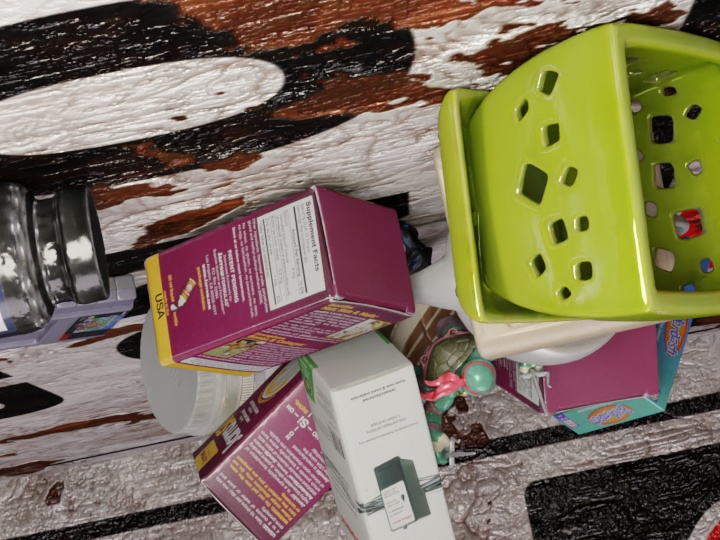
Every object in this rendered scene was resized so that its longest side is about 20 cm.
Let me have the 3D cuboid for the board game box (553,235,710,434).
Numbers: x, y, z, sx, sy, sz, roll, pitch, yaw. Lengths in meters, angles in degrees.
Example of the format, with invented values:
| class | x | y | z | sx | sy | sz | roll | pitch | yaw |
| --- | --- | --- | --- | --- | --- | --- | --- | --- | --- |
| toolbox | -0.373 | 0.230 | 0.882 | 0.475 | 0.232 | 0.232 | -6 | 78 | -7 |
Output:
| class | x | y | z | sx | sy | sz | roll | pitch | yaw |
| --- | --- | --- | --- | --- | --- | --- | --- | --- | --- |
| board game box | 0.300 | 0.073 | 1.738 | 0.045 | 0.202 | 0.152 | 33 | 152 | -18 |

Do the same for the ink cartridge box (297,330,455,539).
| class | x | y | z | sx | sy | sz | roll | pitch | yaw |
| --- | --- | --- | --- | --- | --- | --- | --- | --- | --- |
| ink cartridge box | 0.015 | 0.170 | 1.466 | 0.082 | 0.203 | 0.147 | -17 | -162 | -12 |

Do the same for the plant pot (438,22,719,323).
| class | x | y | z | sx | sy | sz | roll | pitch | yaw |
| --- | --- | --- | --- | --- | --- | --- | --- | --- | --- |
| plant pot | 0.173 | -0.056 | 1.157 | 0.180 | 0.203 | 0.198 | -12 | 173 | 39 |

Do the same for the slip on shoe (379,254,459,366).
| class | x | y | z | sx | sy | sz | roll | pitch | yaw |
| --- | --- | --- | --- | --- | --- | --- | --- | --- | --- |
| slip on shoe | 0.093 | 0.011 | 1.619 | 0.076 | 0.201 | 0.060 | 42 | 173 | -41 |

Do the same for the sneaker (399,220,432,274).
| class | x | y | z | sx | sy | sz | roll | pitch | yaw |
| --- | --- | --- | --- | --- | --- | --- | --- | --- | --- |
| sneaker | 0.000 | 0.000 | 1.550 | 0.112 | 0.073 | 0.199 | -44 | 170 | 32 |

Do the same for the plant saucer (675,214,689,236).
| class | x | y | z | sx | sy | sz | roll | pitch | yaw |
| --- | --- | --- | --- | --- | --- | --- | --- | --- | --- |
| plant saucer | 0.254 | -0.045 | 1.704 | 0.197 | 0.051 | 0.200 | -11 | 169 | -2 |

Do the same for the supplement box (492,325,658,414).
| class | x | y | z | sx | sy | sz | roll | pitch | yaw |
| --- | --- | --- | --- | --- | --- | --- | --- | --- | --- |
| supplement box | 0.208 | 0.069 | 1.636 | 0.129 | 0.105 | 0.200 | -7 | -169 | -15 |

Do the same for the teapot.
| class | x | y | z | sx | sy | sz | roll | pitch | yaw |
| --- | --- | --- | --- | --- | --- | --- | --- | --- | --- |
| teapot | 0.154 | -0.006 | 1.463 | 0.199 | 0.199 | 0.146 | 36 | 162 | -21 |

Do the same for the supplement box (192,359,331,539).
| class | x | y | z | sx | sy | sz | roll | pitch | yaw |
| --- | --- | --- | --- | --- | --- | --- | --- | --- | --- |
| supplement box | -0.064 | 0.164 | 1.593 | 0.200 | 0.103 | 0.131 | -45 | -168 | -4 |

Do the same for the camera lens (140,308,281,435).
| class | x | y | z | sx | sy | sz | roll | pitch | yaw |
| --- | --- | --- | --- | --- | --- | --- | --- | --- | --- |
| camera lens | -0.123 | 0.094 | 1.725 | 0.198 | 0.162 | 0.159 | -5 | 168 | -33 |

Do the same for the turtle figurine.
| class | x | y | z | sx | sy | sz | roll | pitch | yaw |
| --- | --- | --- | --- | --- | --- | --- | --- | --- | --- |
| turtle figurine | 0.101 | 0.102 | 1.492 | 0.149 | 0.101 | 0.200 | -32 | -164 | -8 |

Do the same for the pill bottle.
| class | x | y | z | sx | sy | sz | roll | pitch | yaw |
| --- | --- | --- | --- | --- | --- | --- | --- | --- | --- |
| pill bottle | -0.288 | -0.002 | 1.147 | 0.197 | 0.113 | 0.112 | -11 | 170 | -5 |

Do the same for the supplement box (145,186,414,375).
| class | x | y | z | sx | sy | sz | roll | pitch | yaw |
| --- | --- | --- | --- | --- | --- | --- | --- | --- | --- |
| supplement box | -0.073 | 0.014 | 1.389 | 0.198 | 0.105 | 0.130 | -20 | 161 | 30 |

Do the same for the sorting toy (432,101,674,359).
| class | x | y | z | sx | sy | sz | roll | pitch | yaw |
| --- | --- | --- | --- | --- | --- | --- | --- | --- | --- |
| sorting toy | 0.169 | -0.029 | 1.321 | 0.183 | 0.202 | 0.037 | -13 | -162 | 7 |

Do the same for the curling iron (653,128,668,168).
| class | x | y | z | sx | sy | sz | roll | pitch | yaw |
| --- | --- | --- | --- | --- | --- | --- | --- | --- | --- |
| curling iron | 0.193 | -0.105 | 1.390 | 0.197 | 0.026 | 0.050 | -1 | 145 | -25 |

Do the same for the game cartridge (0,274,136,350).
| class | x | y | z | sx | sy | sz | roll | pitch | yaw |
| --- | --- | --- | --- | --- | --- | --- | --- | --- | --- |
| game cartridge | -0.312 | 0.048 | 1.628 | 0.128 | 0.039 | 0.200 | -3 | 167 | -23 |
